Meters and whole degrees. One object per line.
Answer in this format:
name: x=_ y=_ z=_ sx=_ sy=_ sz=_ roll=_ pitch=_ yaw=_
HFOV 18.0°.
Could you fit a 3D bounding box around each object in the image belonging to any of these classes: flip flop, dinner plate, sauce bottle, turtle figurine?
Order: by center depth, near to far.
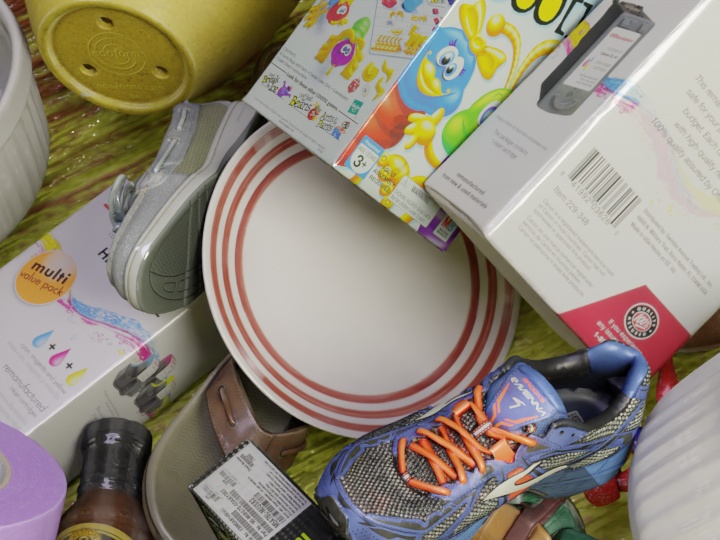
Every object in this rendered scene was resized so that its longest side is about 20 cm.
turtle figurine: x=0.078 y=0.146 z=1.187 sx=0.200 sy=0.150 sz=0.101 roll=33 pitch=49 yaw=23
sauce bottle: x=-0.146 y=0.176 z=1.260 sx=0.064 sy=0.065 sz=0.200 roll=-6 pitch=54 yaw=11
flip flop: x=-0.056 y=0.083 z=1.291 sx=0.081 sy=0.058 sz=0.200 roll=36 pitch=62 yaw=-2
dinner plate: x=0.000 y=0.000 z=1.308 sx=0.200 sy=0.024 sz=0.201 roll=6 pitch=75 yaw=-22

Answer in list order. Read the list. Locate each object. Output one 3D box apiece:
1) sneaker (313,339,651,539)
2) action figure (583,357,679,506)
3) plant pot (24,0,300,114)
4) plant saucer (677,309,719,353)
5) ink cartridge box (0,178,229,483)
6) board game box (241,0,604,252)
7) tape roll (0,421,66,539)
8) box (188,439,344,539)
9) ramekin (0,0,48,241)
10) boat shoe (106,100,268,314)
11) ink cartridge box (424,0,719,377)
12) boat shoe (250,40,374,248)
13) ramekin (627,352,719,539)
sneaker: x=0.061 y=0.078 z=1.084 sx=0.200 sy=0.079 sz=0.075 roll=-22 pitch=61 yaw=-37
action figure: x=0.195 y=0.056 z=1.253 sx=0.200 sy=0.065 sz=0.099 roll=-32 pitch=60 yaw=-9
plant pot: x=-0.131 y=-0.182 z=1.418 sx=0.199 sy=0.200 sz=0.142 roll=3 pitch=52 yaw=17
plant saucer: x=0.180 y=-0.054 z=1.286 sx=0.200 sy=0.201 sz=0.034 roll=-27 pitch=11 yaw=-5
ink cartridge box: x=-0.148 y=0.025 z=1.364 sx=0.200 sy=0.068 sz=0.115 roll=-38 pitch=55 yaw=-13
board game box: x=0.050 y=-0.131 z=1.235 sx=0.200 sy=0.103 sz=0.105 roll=-53 pitch=41 yaw=2
tape roll: x=-0.260 y=0.125 z=1.210 sx=0.200 sy=0.200 sz=0.066 roll=21 pitch=106 yaw=27
box: x=0.011 y=0.199 z=1.121 sx=0.047 sy=0.193 sz=0.200 roll=-38 pitch=55 yaw=-15
ramekin: x=-0.295 y=-0.085 z=1.451 sx=0.199 sy=0.105 sz=0.201 roll=-7 pitch=53 yaw=10
boat shoe: x=-0.108 y=-0.042 z=1.317 sx=0.065 sy=0.075 sz=0.202 roll=10 pitch=35 yaw=12
ink cartridge box: x=0.157 y=-0.059 z=1.204 sx=0.200 sy=0.148 sz=0.086 roll=-46 pitch=31 yaw=-3
boat shoe: x=-0.023 y=-0.079 z=1.406 sx=0.071 sy=0.065 sz=0.200 roll=-23 pitch=53 yaw=-2
ramekin: x=0.222 y=0.122 z=1.119 sx=0.105 sy=0.200 sz=0.201 roll=-31 pitch=43 yaw=39
